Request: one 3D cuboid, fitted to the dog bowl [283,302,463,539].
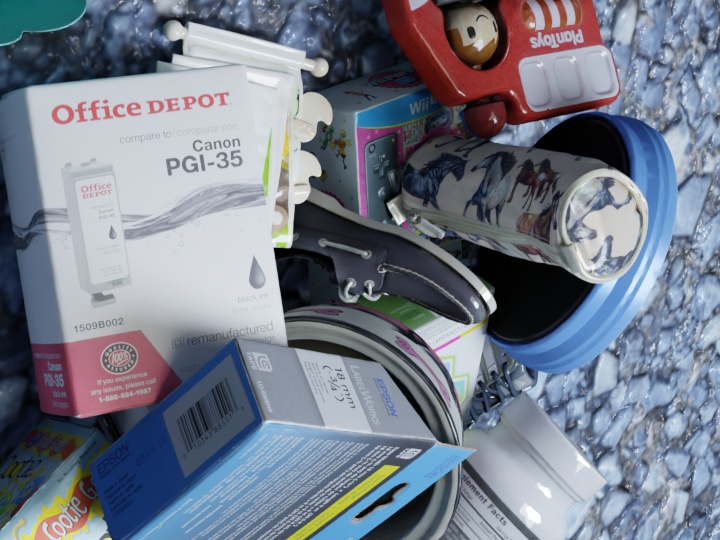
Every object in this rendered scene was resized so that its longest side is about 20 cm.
[{"bbox_3d":[-0.018,0.111,1.094,0.074,0.200,0.200,-51,143,-62],"label":"dog bowl"}]

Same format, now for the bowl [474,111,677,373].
[{"bbox_3d":[0.153,-0.024,1.167,0.039,0.201,0.201,22,89,-25],"label":"bowl"}]

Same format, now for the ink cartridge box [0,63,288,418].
[{"bbox_3d":[-0.136,-0.021,0.977,0.146,0.083,0.200,-10,93,-25],"label":"ink cartridge box"}]

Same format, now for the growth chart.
[{"bbox_3d":[-0.093,-0.069,1.063,0.145,0.018,0.200,20,77,-30],"label":"growth chart"}]

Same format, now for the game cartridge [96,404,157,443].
[{"bbox_3d":[-0.137,0.048,1.103,0.133,0.041,0.200,-37,129,-26],"label":"game cartridge"}]

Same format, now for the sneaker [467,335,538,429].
[{"bbox_3d":[0.099,0.090,1.322,0.074,0.081,0.200,42,75,-45],"label":"sneaker"}]

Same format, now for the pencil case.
[{"bbox_3d":[0.110,-0.044,1.103,0.089,0.200,0.078,-45,121,-18],"label":"pencil case"}]

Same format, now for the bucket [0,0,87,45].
[{"bbox_3d":[-0.217,-0.229,0.842,0.207,0.135,0.207,-19,118,-39],"label":"bucket"}]

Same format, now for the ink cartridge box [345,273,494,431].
[{"bbox_3d":[0.033,0.096,1.196,0.104,0.059,0.200,-25,137,-39],"label":"ink cartridge box"}]

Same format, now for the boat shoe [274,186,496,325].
[{"bbox_3d":[0.000,0.000,1.106,0.063,0.200,0.073,-55,155,-19],"label":"boat shoe"}]

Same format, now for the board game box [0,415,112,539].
[{"bbox_3d":[-0.159,0.205,1.043,0.103,0.105,0.200,-48,111,-20],"label":"board game box"}]

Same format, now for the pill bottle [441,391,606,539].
[{"bbox_3d":[0.085,0.195,1.206,0.200,0.116,0.116,-43,135,2],"label":"pill bottle"}]

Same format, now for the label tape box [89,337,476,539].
[{"bbox_3d":[-0.047,0.117,0.994,0.144,0.063,0.200,-40,148,27],"label":"label tape box"}]

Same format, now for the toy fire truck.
[{"bbox_3d":[0.104,-0.186,1.158,0.200,0.112,0.168,-16,91,-40],"label":"toy fire truck"}]

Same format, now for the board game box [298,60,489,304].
[{"bbox_3d":[0.031,-0.052,1.213,0.147,0.064,0.200,-25,121,-38],"label":"board game box"}]
